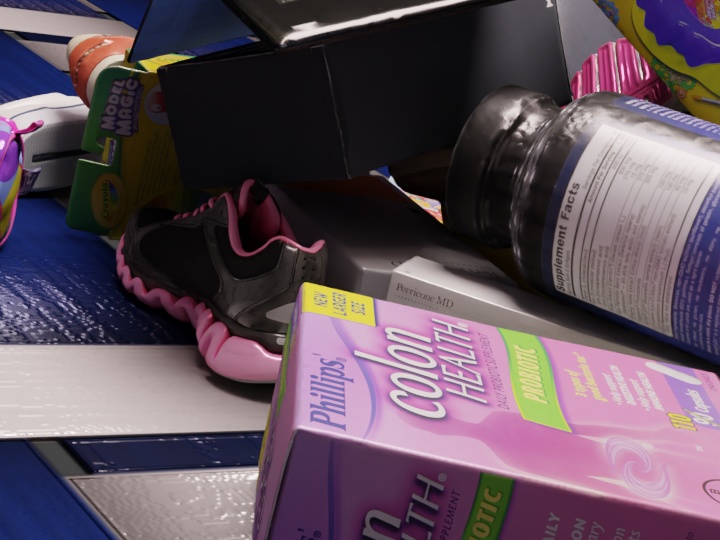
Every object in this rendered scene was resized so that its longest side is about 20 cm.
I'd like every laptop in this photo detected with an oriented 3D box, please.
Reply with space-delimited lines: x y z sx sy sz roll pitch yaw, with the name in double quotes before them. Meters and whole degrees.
"laptop" -0.009 -0.140 0.977 0.187 0.116 0.200 -17 41 -24

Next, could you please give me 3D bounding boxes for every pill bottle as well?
"pill bottle" 0.147 -0.025 0.877 0.200 0.112 0.112 23 19 31

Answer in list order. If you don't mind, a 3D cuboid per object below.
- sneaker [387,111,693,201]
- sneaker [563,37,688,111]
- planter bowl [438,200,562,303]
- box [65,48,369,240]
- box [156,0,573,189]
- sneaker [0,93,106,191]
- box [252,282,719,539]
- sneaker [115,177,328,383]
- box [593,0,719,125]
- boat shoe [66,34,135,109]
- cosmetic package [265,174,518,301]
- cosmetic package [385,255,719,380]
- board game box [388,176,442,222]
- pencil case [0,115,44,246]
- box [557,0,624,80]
"sneaker" 0.106 -0.044 0.996 0.200 0.076 0.070 -3 12 33
"sneaker" 0.174 -0.088 1.197 0.088 0.082 0.200 22 -31 -22
"planter bowl" 0.133 0.008 1.094 0.200 0.084 0.200 12 17 -4
"box" -0.089 -0.074 1.124 0.199 0.118 0.048 3 24 -32
"box" 0.006 -0.107 1.014 0.141 0.079 0.200 -4 13 46
"sneaker" -0.181 -0.098 1.209 0.071 0.073 0.200 30 23 36
"box" 0.060 0.094 0.721 0.199 0.097 0.176 12 16 -4
"sneaker" -0.073 -0.011 0.970 0.079 0.096 0.200 1 19 -33
"box" 0.240 -0.155 0.988 0.200 0.122 0.193 51 27 11
"boat shoe" -0.113 -0.095 1.171 0.200 0.071 0.063 31 7 -39
"cosmetic package" 0.000 0.000 1.033 0.101 0.071 0.200 6 18 -26
"cosmetic package" 0.105 0.063 0.892 0.199 0.083 0.051 19 17 14
"board game box" 0.109 -0.020 1.256 0.199 0.034 0.134 15 16 3
"pencil case" -0.288 -0.069 1.009 0.199 0.089 0.088 13 16 1
"box" 0.202 -0.119 1.354 0.199 0.124 0.197 12 -18 -9
